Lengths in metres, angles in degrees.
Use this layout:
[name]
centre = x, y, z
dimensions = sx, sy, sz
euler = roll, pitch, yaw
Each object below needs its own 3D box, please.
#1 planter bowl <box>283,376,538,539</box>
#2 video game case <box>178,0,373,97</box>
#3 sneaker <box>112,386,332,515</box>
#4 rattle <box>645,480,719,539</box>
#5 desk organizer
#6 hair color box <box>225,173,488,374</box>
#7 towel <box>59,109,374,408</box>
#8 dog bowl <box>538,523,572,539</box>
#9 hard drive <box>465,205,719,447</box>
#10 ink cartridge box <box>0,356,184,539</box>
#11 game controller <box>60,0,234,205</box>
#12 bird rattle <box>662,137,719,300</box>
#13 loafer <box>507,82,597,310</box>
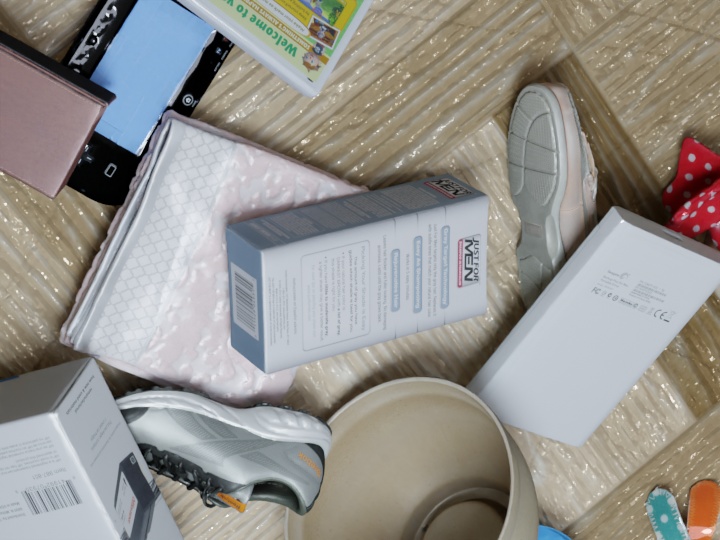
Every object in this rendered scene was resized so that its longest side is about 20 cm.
[planter bowl]
centre = 0.057, 0.202, 1.434
dimensions = 0.200, 0.200, 0.135
euler = -47, 139, 1
[video game case]
centre = -0.066, -0.256, 1.320
dimensions = 0.199, 0.022, 0.183
euler = 35, 77, -23
[sneaker]
centre = -0.120, 0.139, 1.392
dimensions = 0.198, 0.074, 0.080
euler = 9, 63, -10
[rattle]
centre = 0.275, 0.294, 1.541
dimensions = 0.129, 0.143, 0.201
euler = 22, 105, -2
[desk organizer]
centre = -0.276, -0.134, 1.268
dimensions = 0.199, 0.072, 0.077
euler = 29, 97, -8
[hair color box]
centre = 0.000, 0.000, 1.384
dimensions = 0.199, 0.061, 0.100
euler = -14, 117, -28
[towel]
centre = -0.104, 0.000, 1.388
dimensions = 0.190, 0.032, 0.201
euler = 21, 100, -29
[dog bowl]
centre = 0.098, 0.287, 1.530
dimensions = 0.200, 0.050, 0.112
euler = -44, 112, -1
[hard drive]
centre = 0.186, 0.048, 1.453
dimensions = 0.131, 0.026, 0.200
euler = 20, 118, -36
[ink cartridge box]
centre = -0.227, 0.181, 1.356
dimensions = 0.144, 0.084, 0.201
euler = -15, 112, 22
[game controller]
centre = -0.161, -0.147, 1.337
dimensions = 0.104, 0.042, 0.201
euler = 31, 95, -21
[bird rattle]
centre = 0.337, -0.027, 1.490
dimensions = 0.198, 0.113, 0.164
euler = -14, 125, -9
[loafer]
centre = 0.159, -0.056, 1.450
dimensions = 0.062, 0.072, 0.202
euler = -17, 116, -28
